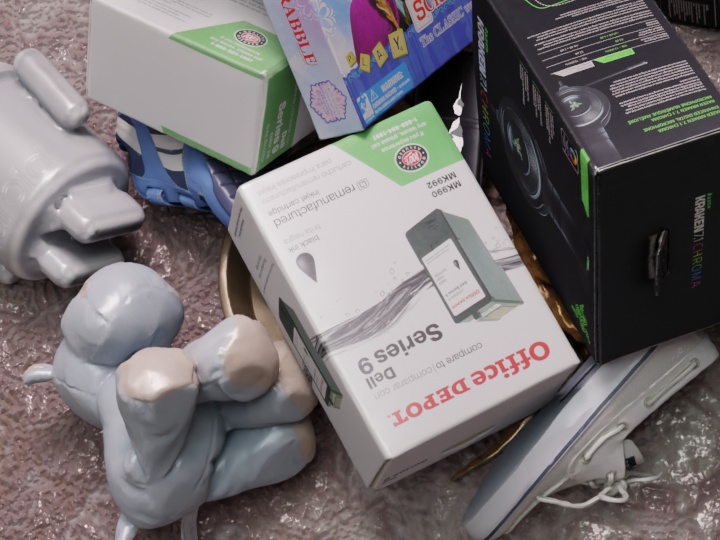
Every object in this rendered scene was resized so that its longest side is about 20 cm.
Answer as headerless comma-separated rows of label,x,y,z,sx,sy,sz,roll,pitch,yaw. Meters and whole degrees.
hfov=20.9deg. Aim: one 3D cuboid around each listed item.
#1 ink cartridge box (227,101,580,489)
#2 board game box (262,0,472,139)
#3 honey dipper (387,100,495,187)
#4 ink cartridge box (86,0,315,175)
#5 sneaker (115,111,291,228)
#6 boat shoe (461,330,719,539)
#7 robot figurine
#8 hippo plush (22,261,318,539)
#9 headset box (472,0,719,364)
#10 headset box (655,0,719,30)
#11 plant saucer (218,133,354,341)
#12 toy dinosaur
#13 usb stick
ink cartridge box,0.026,0.016,1.244,0.146,0.084,0.200,-26,76,-16
board game box,0.002,-0.218,1.278,0.041,0.200,0.200,-8,23,39
honey dipper,0.059,-0.101,1.385,0.200,0.038,0.038,31,79,23
ink cartridge box,-0.072,-0.165,1.352,0.145,0.088,0.200,25,41,21
sneaker,-0.111,-0.073,1.372,0.200,0.074,0.082,49,126,41
boat shoe,0.157,0.114,1.265,0.086,0.075,0.202,41,95,-4
robot figurine,-0.245,-0.073,1.393,0.200,0.113,0.170,40,117,22
hippo plush,-0.128,0.082,1.318,0.159,0.200,0.161,-6,37,-33
headset box,0.150,-0.069,1.189,0.093,0.174,0.200,-18,50,-9
headset box,0.298,-0.227,1.305,0.200,0.174,0.093,13,74,17
plant saucer,0.000,0.000,1.362,0.200,0.029,0.200,-4,68,10
toy dinosaur,0.127,0.047,1.314,0.106,0.060,0.200,1,81,24
usb stick,0.056,-0.057,1.335,0.055,0.033,0.200,2,72,12
